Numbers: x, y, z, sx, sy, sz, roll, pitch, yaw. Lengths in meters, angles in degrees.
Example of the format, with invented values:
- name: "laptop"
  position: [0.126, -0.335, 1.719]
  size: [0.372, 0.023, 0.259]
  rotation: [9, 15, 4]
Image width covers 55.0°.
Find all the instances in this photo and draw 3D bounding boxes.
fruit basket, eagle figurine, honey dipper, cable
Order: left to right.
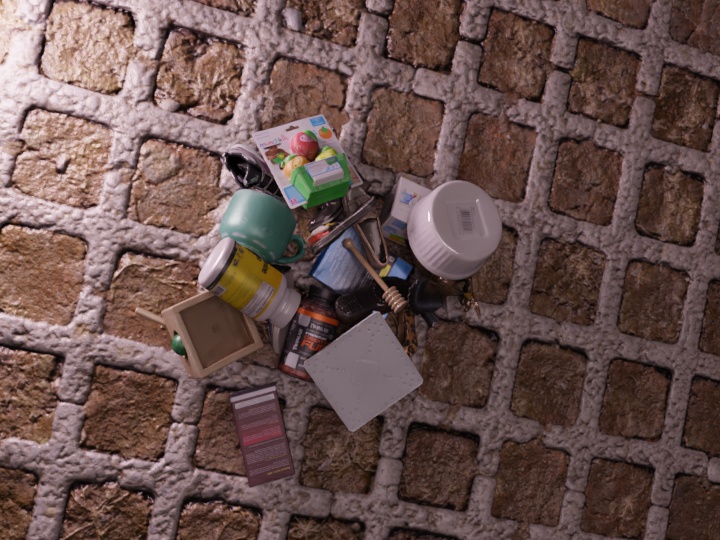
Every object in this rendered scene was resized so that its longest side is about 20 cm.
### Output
- name: "fruit basket"
  position: [-0.112, -0.244, 1.492]
  size: [0.182, 0.094, 0.203]
  rotation: [-20, 75, -25]
- name: "cable"
  position: [-0.051, -0.098, 1.481]
  size: [0.051, 0.199, 0.097]
  rotation: [49, 38, -3]
- name: "honey dipper"
  position: [0.026, 0.006, 1.509]
  size: [0.038, 0.038, 0.201]
  rotation: [-38, 74, -9]
- name: "eagle figurine"
  position: [0.171, 0.022, 1.558]
  size: [0.195, 0.152, 0.154]
  rotation: [10, 104, -22]

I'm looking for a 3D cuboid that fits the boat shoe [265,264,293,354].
- name: "boat shoe"
  position: [-0.202, 0.081, 1.552]
  size: [0.091, 0.074, 0.205]
  rotation: [11, 104, 23]

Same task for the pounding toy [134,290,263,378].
- name: "pounding toy"
  position: [-0.348, 0.123, 1.490]
  size: [0.197, 0.141, 0.188]
  rotation: [-25, 95, -28]

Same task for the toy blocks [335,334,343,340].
- name: "toy blocks"
  position: [-0.016, 0.216, 1.569]
  size: [0.133, 0.100, 0.205]
  rotation: [-1, 106, -4]

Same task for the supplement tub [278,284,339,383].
- name: "supplement tub"
  position: [-0.109, 0.139, 1.543]
  size: [0.105, 0.107, 0.205]
  rotation: [17, 87, -11]

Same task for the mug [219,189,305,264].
- name: "mug"
  position: [-0.211, -0.076, 1.484]
  size: [0.181, 0.153, 0.116]
  rotation: [20, 66, 4]

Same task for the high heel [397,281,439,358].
- name: "high heel"
  position: [0.082, 0.127, 1.596]
  size: [0.143, 0.071, 0.200]
  rotation: [49, 65, -14]

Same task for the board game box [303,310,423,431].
- name: "board game box"
  position: [0.007, 0.218, 1.500]
  size: [0.198, 0.026, 0.202]
  rotation: [-34, 109, 0]

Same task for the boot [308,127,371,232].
- name: "boot"
  position: [-0.088, -0.205, 1.579]
  size: [0.199, 0.069, 0.175]
  rotation: [-42, 92, -13]

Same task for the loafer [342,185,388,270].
- name: "loafer"
  position: [0.019, -0.100, 1.529]
  size: [0.071, 0.063, 0.204]
  rotation: [-22, 94, -14]

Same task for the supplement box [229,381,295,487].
- name: "supplement box"
  position: [-0.219, 0.364, 1.542]
  size: [0.106, 0.061, 0.205]
  rotation: [-12, 91, -11]

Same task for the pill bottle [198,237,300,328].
- name: "pill bottle"
  position: [-0.224, 0.031, 1.426]
  size: [0.198, 0.112, 0.114]
  rotation: [36, 83, -22]

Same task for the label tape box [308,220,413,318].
- name: "label tape box"
  position: [0.000, 0.000, 1.588]
  size: [0.198, 0.063, 0.146]
  rotation: [32, 84, -13]

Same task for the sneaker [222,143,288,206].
- name: "sneaker"
  position: [-0.217, -0.193, 1.499]
  size: [0.198, 0.140, 0.079]
  rotation: [33, 106, -3]

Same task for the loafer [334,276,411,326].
- name: "loafer"
  position: [0.028, 0.070, 1.538]
  size: [0.196, 0.071, 0.074]
  rotation: [-12, 62, -22]

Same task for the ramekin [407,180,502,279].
- name: "ramekin"
  position: [0.206, -0.092, 1.482]
  size: [0.196, 0.098, 0.205]
  rotation: [7, 69, -17]

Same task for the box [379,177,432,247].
- name: "box"
  position: [0.150, -0.110, 1.585]
  size: [0.196, 0.113, 0.103]
  rotation: [23, 66, -10]
